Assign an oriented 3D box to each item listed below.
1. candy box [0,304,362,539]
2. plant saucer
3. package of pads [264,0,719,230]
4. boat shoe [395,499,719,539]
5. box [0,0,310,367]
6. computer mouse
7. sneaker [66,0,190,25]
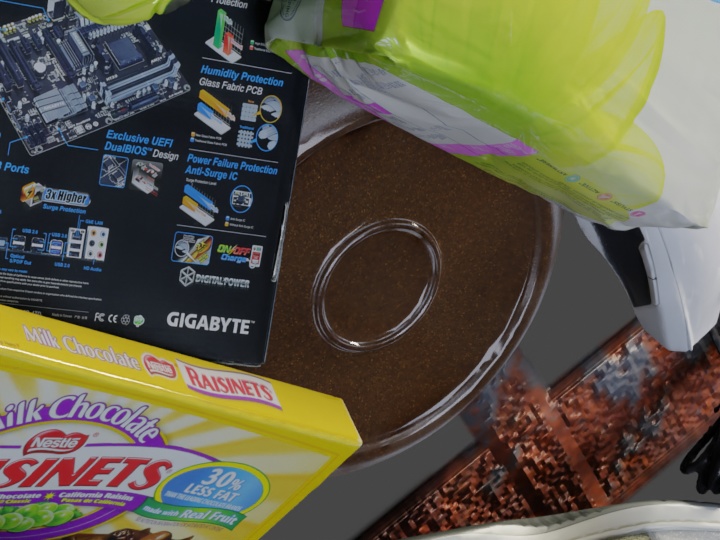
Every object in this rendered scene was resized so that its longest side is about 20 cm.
[{"bbox_3d":[-0.099,0.063,0.965,0.102,0.026,0.200,-45,143,23],"label":"candy box"},{"bbox_3d":[0.000,0.000,1.099,0.200,0.032,0.201,-18,126,-26],"label":"plant saucer"},{"bbox_3d":[0.067,-0.108,1.012,0.200,0.068,0.155,23,81,-45],"label":"package of pads"},{"bbox_3d":[0.082,0.133,1.195,0.202,0.074,0.065,-4,81,-28],"label":"boat shoe"},{"bbox_3d":[-0.109,-0.056,0.944,0.200,0.046,0.159,7,93,-37],"label":"box"},{"bbox_3d":[0.135,-0.005,1.160,0.110,0.044,0.200,-56,136,-23],"label":"computer mouse"},{"bbox_3d":[-0.040,-0.170,0.909,0.084,0.074,0.200,46,66,-33],"label":"sneaker"}]
